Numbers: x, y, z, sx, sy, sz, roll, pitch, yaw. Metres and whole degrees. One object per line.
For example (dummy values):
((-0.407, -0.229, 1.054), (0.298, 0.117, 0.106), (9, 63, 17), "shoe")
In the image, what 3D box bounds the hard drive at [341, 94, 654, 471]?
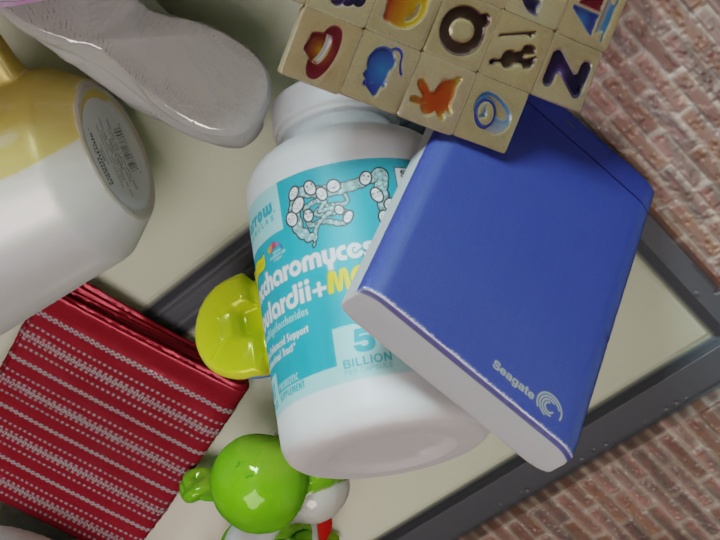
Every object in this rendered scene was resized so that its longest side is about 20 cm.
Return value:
((0.077, -0.014, 0.802), (0.132, 0.200, 0.025), (39, 135, -14), "hard drive")

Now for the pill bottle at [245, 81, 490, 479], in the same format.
((0.000, 0.000, 0.831), (0.110, 0.201, 0.111), (-9, 159, -3), "pill bottle")

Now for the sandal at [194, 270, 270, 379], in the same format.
((0.008, 0.020, 0.928), (0.199, 0.080, 0.087), (-14, 156, 12), "sandal")

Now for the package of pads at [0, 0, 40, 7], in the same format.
((-0.174, -0.178, 0.744), (0.199, 0.076, 0.120), (-5, 163, 23), "package of pads")

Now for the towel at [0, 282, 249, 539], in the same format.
((-0.174, 0.100, 1.042), (0.144, 0.023, 0.200), (29, 126, -9), "towel")

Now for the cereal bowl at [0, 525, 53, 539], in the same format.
((-0.245, 0.253, 1.120), (0.199, 0.083, 0.201), (6, 124, 8), "cereal bowl")

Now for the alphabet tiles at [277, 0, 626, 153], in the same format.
((0.047, -0.152, 0.761), (0.199, 0.006, 0.167), (17, 100, -29), "alphabet tiles")

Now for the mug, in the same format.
((-0.209, -0.049, 0.877), (0.153, 0.150, 0.187), (-21, 140, 15), "mug")

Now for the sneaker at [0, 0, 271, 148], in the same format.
((-0.137, -0.129, 0.862), (0.200, 0.075, 0.089), (40, 168, 2), "sneaker")

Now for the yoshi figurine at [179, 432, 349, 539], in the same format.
((-0.067, 0.165, 1.006), (0.112, 0.112, 0.201), (18, 122, 0), "yoshi figurine")
